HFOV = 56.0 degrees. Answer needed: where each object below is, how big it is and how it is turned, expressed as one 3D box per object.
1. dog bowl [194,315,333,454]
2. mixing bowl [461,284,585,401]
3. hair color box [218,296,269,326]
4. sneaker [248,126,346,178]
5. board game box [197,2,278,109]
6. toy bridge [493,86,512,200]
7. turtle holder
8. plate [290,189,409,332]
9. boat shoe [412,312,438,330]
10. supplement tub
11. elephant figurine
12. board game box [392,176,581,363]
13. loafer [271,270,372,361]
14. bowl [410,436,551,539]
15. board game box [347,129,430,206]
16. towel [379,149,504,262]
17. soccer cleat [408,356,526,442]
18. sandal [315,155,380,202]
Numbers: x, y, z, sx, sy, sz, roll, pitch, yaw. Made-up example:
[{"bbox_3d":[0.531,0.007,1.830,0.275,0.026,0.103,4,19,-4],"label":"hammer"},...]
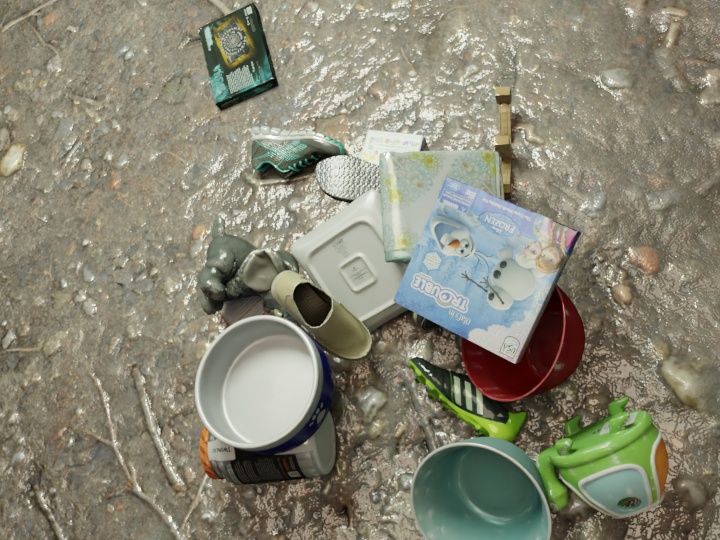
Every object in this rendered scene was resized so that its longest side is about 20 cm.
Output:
[{"bbox_3d":[-0.144,0.174,1.027,0.200,0.079,0.201,-7,67,16],"label":"dog bowl"},{"bbox_3d":[0.257,0.102,1.011,0.200,0.108,0.201,-29,53,47],"label":"mixing bowl"},{"bbox_3d":[-0.173,0.084,1.197,0.101,0.061,0.200,-43,66,-1],"label":"hair color box"},{"bbox_3d":[-0.122,-0.217,1.278,0.200,0.078,0.091,9,92,23],"label":"sneaker"},{"bbox_3d":[-0.256,-0.445,1.402,0.135,0.028,0.200,-20,70,11],"label":"board game box"},{"bbox_3d":[0.244,-0.207,1.151,0.027,0.067,0.201,-1,75,17],"label":"toy bridge"},{"bbox_3d":[0.335,0.275,0.940,0.185,0.141,0.132,-28,84,0],"label":"turtle holder"},{"bbox_3d":[0.000,0.000,1.104,0.199,0.032,0.200,-32,95,30],"label":"plate"},{"bbox_3d":[0.155,0.037,1.029,0.201,0.072,0.066,-48,53,33],"label":"boat shoe"},{"bbox_3d":[-0.149,0.281,1.098,0.199,0.123,0.123,-10,71,14],"label":"supplement tub"},{"bbox_3d":[-0.156,0.017,1.128,0.199,0.155,0.142,4,38,5],"label":"elephant figurine"},{"bbox_3d":[0.173,-0.003,0.954,0.200,0.043,0.199,26,100,22],"label":"board game box"},{"bbox_3d":[-0.056,0.079,1.068,0.200,0.068,0.076,39,81,-18],"label":"loafer"},{"bbox_3d":[0.182,0.321,0.969,0.200,0.105,0.201,6,104,26],"label":"bowl"},{"bbox_3d":[0.048,-0.125,1.168,0.105,0.103,0.200,11,77,19],"label":"board game box"},{"bbox_3d":[0.130,-0.099,1.050,0.199,0.048,0.172,-2,83,-9],"label":"towel"},{"bbox_3d":[0.166,0.192,1.063,0.200,0.068,0.081,38,75,19],"label":"soccer cleat"},{"bbox_3d":[0.023,-0.140,1.105,0.200,0.043,0.076,8,77,7],"label":"sandal"}]
